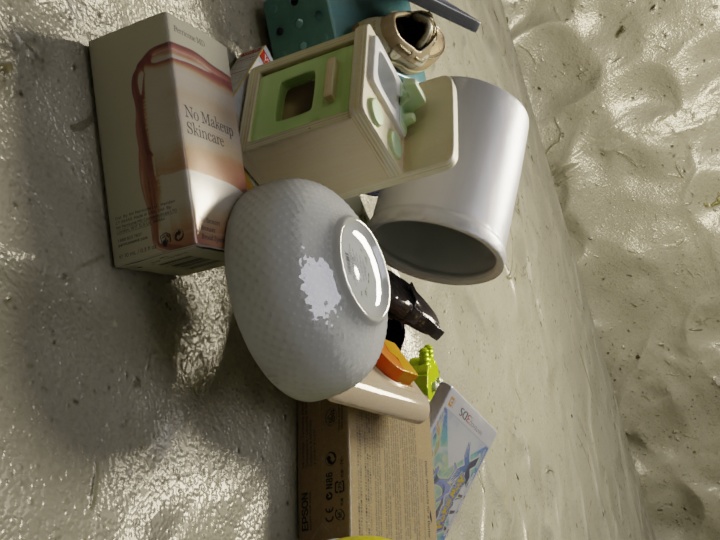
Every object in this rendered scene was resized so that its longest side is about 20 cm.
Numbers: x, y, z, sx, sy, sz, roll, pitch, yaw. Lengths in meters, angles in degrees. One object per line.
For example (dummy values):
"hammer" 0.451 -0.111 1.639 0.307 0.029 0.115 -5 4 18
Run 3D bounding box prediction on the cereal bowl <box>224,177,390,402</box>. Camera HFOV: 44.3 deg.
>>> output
"cereal bowl" -0.030 0.010 0.780 0.200 0.083 0.201 44 38 -49

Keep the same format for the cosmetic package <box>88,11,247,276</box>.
"cosmetic package" -0.161 -0.104 0.766 0.103 0.087 0.201 9 69 -65

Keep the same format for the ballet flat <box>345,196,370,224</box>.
"ballet flat" -0.022 -0.074 1.067 0.200 0.069 0.070 68 18 -60

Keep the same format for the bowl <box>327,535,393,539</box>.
"bowl" -0.013 0.311 0.805 0.201 0.200 0.108 62 -5 -32

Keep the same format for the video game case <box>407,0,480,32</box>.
"video game case" 0.049 -0.374 1.147 0.142 0.019 0.200 10 28 -43

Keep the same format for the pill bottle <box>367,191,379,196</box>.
"pill bottle" 0.014 -0.164 1.184 0.200 0.119 0.120 17 61 -65

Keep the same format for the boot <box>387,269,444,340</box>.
"boot" 0.000 0.000 1.027 0.200 0.069 0.174 49 10 31

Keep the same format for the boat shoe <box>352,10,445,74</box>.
"boat shoe" 0.066 -0.290 1.101 0.200 0.065 0.073 -18 92 -58

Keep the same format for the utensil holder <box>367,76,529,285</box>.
"utensil holder" 0.111 -0.107 1.071 0.170 0.169 0.201 46 54 -51

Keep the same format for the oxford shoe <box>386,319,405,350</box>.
"oxford shoe" 0.031 0.069 1.119 0.071 0.073 0.200 37 31 -21

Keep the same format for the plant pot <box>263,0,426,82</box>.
"plant pot" -0.028 -0.297 1.142 0.200 0.141 0.142 2 76 -62

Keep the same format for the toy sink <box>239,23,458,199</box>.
"toy sink" -0.013 -0.160 0.903 0.112 0.199 0.131 53 32 -47

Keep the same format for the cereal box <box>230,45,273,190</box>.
"cereal box" -0.113 -0.140 0.968 0.200 0.039 0.144 -74 145 -52

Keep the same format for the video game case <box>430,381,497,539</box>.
"video game case" 0.098 0.265 1.135 0.201 0.022 0.182 -60 143 -13

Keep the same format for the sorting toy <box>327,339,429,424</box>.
"sorting toy" -0.016 0.066 0.949 0.185 0.036 0.200 25 26 -50

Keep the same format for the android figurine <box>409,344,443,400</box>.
"android figurine" 0.095 0.205 1.228 0.182 0.041 0.201 5 81 -77

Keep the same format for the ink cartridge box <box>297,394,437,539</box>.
"ink cartridge box" 0.009 0.222 0.970 0.165 0.075 0.201 30 50 -47
